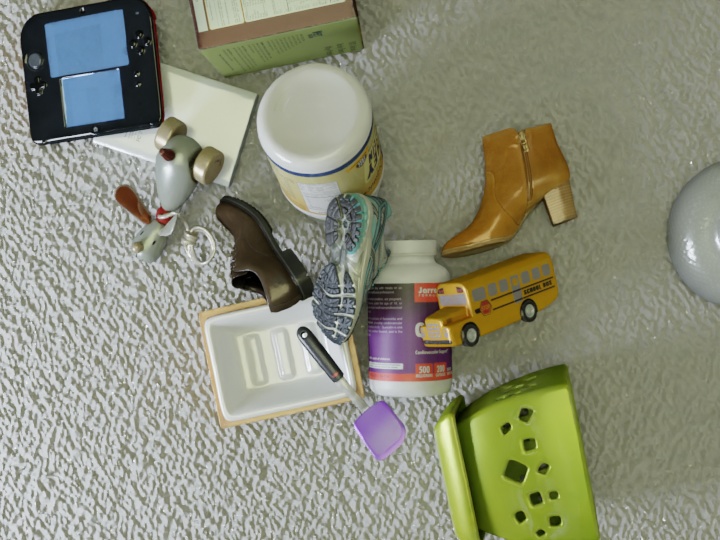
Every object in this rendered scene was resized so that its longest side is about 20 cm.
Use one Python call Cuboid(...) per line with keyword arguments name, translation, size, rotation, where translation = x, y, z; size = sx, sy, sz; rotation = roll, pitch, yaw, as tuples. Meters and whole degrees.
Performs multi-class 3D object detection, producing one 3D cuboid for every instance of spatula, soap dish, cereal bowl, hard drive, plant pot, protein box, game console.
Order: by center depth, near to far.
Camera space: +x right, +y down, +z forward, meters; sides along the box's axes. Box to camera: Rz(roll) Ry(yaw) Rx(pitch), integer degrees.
Cuboid(name="plant pot", translation=(0.198, 0.242, 1.428), size=(0.179, 0.199, 0.202), rotation=(-12, 90, 9))
Cuboid(name="protein box", translation=(-0.107, -0.349, 1.434), size=(0.198, 0.199, 0.137), rotation=(-11, 90, 3))
Cuboid(name="spatula", translation=(-0.016, 0.152, 1.440), size=(0.056, 0.021, 0.201), rotation=(-39, 89, 3))
Cuboid(name="cereal bowl", translation=(0.508, -0.050, 1.464), size=(0.198, 0.083, 0.203), rotation=(0, 89, 3))
Cuboid(name="soap dish", translation=(-0.104, 0.112, 1.494), size=(0.198, 0.081, 0.159), rotation=(-12, 89, 3))
Cuboid(name="game console", translation=(-0.364, -0.270, 1.511), size=(0.198, 0.031, 0.179), rotation=(-7, 85, 14))
Cuboid(name="hard drive", translation=(-0.253, -0.208, 1.528), size=(0.198, 0.026, 0.133), rotation=(18, 91, 2))

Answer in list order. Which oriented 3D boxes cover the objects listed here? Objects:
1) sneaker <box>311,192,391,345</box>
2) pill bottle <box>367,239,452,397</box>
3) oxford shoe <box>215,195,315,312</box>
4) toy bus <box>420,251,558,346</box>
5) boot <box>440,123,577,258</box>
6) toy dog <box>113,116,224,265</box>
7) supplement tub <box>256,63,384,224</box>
Cuboid(name="sneaker", translation=(0.000, 0.000, 1.412), size=(0.077, 0.086, 0.202), rotation=(29, 116, 39))
Cuboid(name="pill bottle", translation=(0.064, 0.062, 1.470), size=(0.111, 0.112, 0.203), rotation=(-1, 91, 3))
Cuboid(name="oxford shoe", translation=(-0.146, -0.024, 1.466), size=(0.084, 0.073, 0.200), rotation=(-31, 55, -14))
Cuboid(name="toy bus", translation=(0.165, 0.039, 1.435), size=(0.199, 0.065, 0.079), rotation=(-18, 99, -35))
Cuboid(name="boot", translation=(0.182, -0.109, 1.493), size=(0.199, 0.071, 0.145), rotation=(-19, 83, -1))
Cuboid(name="toy dog", translation=(-0.259, -0.100, 1.470), size=(0.131, 0.096, 0.202), rotation=(12, 101, 22))
Cuboid(name="supplement tub", translation=(-0.045, -0.153, 1.417), size=(0.143, 0.200, 0.146), rotation=(-3, 69, 7))
